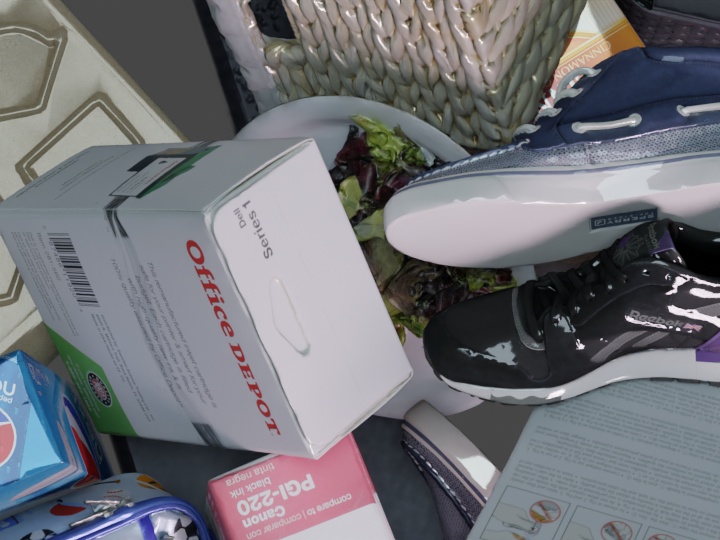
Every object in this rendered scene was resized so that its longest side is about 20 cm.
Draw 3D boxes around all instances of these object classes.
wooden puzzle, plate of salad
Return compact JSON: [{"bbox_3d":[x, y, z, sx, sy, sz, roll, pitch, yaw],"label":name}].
[{"bbox_3d":[-0.206,-0.055,1.346,0.185,0.046,0.200,-42,87,-4],"label":"wooden puzzle"},{"bbox_3d":[0.000,0.000,1.272,0.200,0.048,0.200,14,124,22],"label":"plate of salad"}]

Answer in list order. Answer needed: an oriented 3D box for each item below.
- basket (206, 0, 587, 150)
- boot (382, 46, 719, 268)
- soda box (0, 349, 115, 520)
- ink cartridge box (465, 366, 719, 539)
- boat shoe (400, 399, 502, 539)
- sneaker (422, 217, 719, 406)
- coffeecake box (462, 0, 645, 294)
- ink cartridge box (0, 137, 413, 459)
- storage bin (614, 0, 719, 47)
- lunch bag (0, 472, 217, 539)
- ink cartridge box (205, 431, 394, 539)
[{"bbox_3d":[0.028,-0.196,1.238,0.161,0.198,0.200,11,59,25],"label":"basket"},{"bbox_3d":[0.107,-0.060,1.199,0.200,0.073,0.090,-5,61,-3],"label":"boot"},{"bbox_3d":[-0.182,0.093,1.242,0.068,0.200,0.064,-23,82,-1],"label":"soda box"},{"bbox_3d":[0.150,0.118,1.165,0.162,0.057,0.200,14,51,20],"label":"ink cartridge box"},{"bbox_3d":[0.067,0.173,1.281,0.093,0.075,0.200,-40,89,-4],"label":"boat shoe"},{"bbox_3d":[0.129,0.009,1.184,0.200,0.088,0.076,-6,42,-1],"label":"sneaker"},{"bbox_3d":[0.119,-0.040,1.317,0.153,0.073,0.200,-32,83,-4],"label":"coffeecake box"},{"bbox_3d":[-0.084,0.012,1.227,0.084,0.200,0.146,-37,114,-34],"label":"ink cartridge box"},{"bbox_3d":[0.226,-0.220,1.332,0.135,0.094,0.200,13,83,4],"label":"storage bin"},{"bbox_3d":[-0.135,0.210,1.242,0.160,0.076,0.200,-20,109,-22],"label":"lunch bag"},{"bbox_3d":[-0.011,0.196,1.248,0.085,0.146,0.200,-23,81,-8],"label":"ink cartridge box"}]
